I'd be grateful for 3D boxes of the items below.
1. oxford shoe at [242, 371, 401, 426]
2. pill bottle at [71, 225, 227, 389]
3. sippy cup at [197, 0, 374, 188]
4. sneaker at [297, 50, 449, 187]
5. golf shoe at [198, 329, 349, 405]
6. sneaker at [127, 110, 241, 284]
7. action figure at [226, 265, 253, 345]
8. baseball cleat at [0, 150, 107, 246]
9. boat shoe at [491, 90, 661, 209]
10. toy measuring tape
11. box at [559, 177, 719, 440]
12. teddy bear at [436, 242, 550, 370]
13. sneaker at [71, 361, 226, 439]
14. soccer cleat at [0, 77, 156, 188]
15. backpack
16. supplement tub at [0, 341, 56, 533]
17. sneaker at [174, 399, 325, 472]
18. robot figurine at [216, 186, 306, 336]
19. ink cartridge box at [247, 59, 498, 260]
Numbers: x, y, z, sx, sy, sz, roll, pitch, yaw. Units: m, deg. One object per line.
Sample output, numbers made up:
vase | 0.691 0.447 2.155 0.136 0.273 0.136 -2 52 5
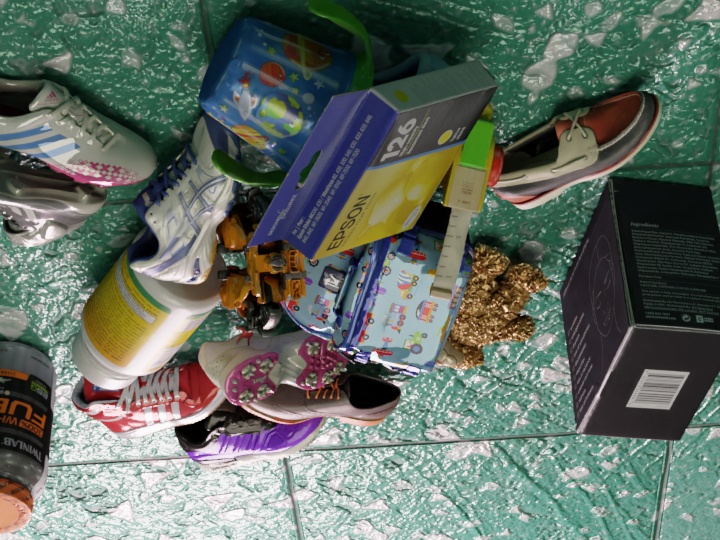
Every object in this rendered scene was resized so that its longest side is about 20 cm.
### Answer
oxford shoe | -0.048 0.139 1.988 0.199 0.072 0.073 4 159 -23
pill bottle | -0.236 0.044 1.835 0.112 0.113 0.200 19 137 -25
sippy cup | -0.075 -0.167 1.575 0.130 0.179 0.140 26 175 -17
sneaker | 0.003 -0.152 1.639 0.200 0.074 0.082 -34 132 18
golf shoe | -0.097 0.094 1.922 0.199 0.091 0.076 -7 118 -46
sneaker | -0.178 -0.073 1.681 0.088 0.075 0.201 6 119 -22
action figure | -0.064 0.038 1.871 0.199 0.065 0.099 13 130 -18
baseball cleat | -0.348 -0.067 1.685 0.199 0.070 0.106 11 133 -43
boat shoe | 0.208 -0.126 1.682 0.200 0.071 0.062 -29 131 36
toy measuring tape | 0.099 -0.072 1.684 0.073 0.201 0.074 12 -175 -1
box | 0.301 0.044 1.792 0.123 0.197 0.200 4 141 -10
teddy bear | 0.128 0.047 1.892 0.145 0.067 0.200 31 131 -31
sneaker | -0.249 0.135 1.981 0.199 0.072 0.112 -24 140 28
soccer cleat | -0.286 -0.139 1.636 0.199 0.070 0.086 15 139 -20
backpack | 0.000 0.000 1.755 0.199 0.135 0.183 19 112 -13
supplement tub | -0.416 0.192 1.940 0.122 0.201 0.123 -2 142 -1
sneaker | -0.140 0.184 2.048 0.199 0.070 0.100 -21 135 21
robot figurine | -0.101 -0.011 1.680 0.058 0.146 0.200 -5 -177 -19
ink cartridge box | 0.014 -0.095 1.553 0.200 0.047 0.198 -22 153 -45
